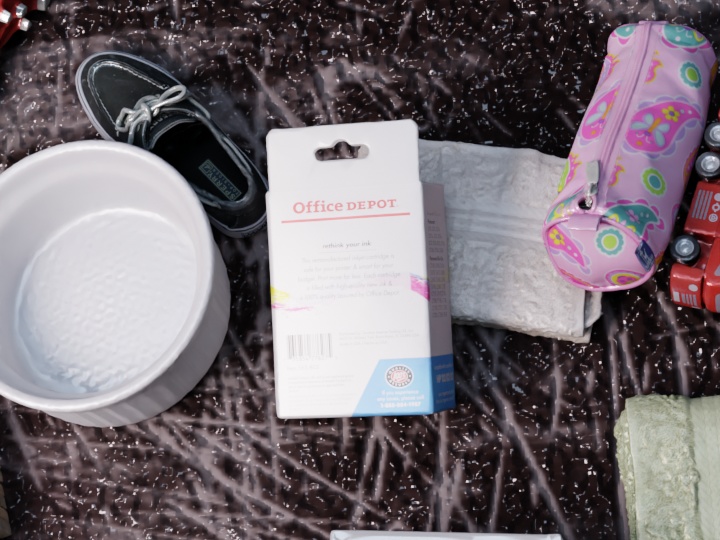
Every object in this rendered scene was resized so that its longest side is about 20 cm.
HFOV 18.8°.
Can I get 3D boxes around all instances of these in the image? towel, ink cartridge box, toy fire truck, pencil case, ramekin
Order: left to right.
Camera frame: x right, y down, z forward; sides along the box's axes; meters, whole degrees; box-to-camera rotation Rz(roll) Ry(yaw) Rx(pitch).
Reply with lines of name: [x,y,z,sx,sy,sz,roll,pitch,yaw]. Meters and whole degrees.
ramekin: [-0.189,0.016,1.567,0.200,0.098,0.201,-4,70,12]
ink cartridge box: [0.000,0.000,1.512,0.115,0.068,0.201,-3,89,17]
towel: [0.083,-0.024,1.556,0.199,0.034,0.133,7,72,15]
pencil case: [0.186,-0.081,1.499,0.087,0.088,0.200,13,56,16]
towel: [0.249,0.174,1.450,0.148,0.037,0.201,-6,70,9]
toy fire truck: [0.301,-0.056,1.490,0.141,0.049,0.201,12,67,19]

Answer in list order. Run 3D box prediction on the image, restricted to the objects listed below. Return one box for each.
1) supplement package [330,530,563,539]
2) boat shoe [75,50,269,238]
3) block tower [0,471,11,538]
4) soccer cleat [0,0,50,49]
supplement package: [0.057,0.279,1.414,0.155,0.111,0.201,0,71,12]
boat shoe: [-0.145,-0.102,1.614,0.074,0.068,0.199,-41,68,-4]
block tower: [-0.279,0.200,1.547,0.058,0.054,0.201,-18,68,6]
soccer cleat: [-0.304,-0.190,1.682,0.085,0.069,0.201,22,81,14]
